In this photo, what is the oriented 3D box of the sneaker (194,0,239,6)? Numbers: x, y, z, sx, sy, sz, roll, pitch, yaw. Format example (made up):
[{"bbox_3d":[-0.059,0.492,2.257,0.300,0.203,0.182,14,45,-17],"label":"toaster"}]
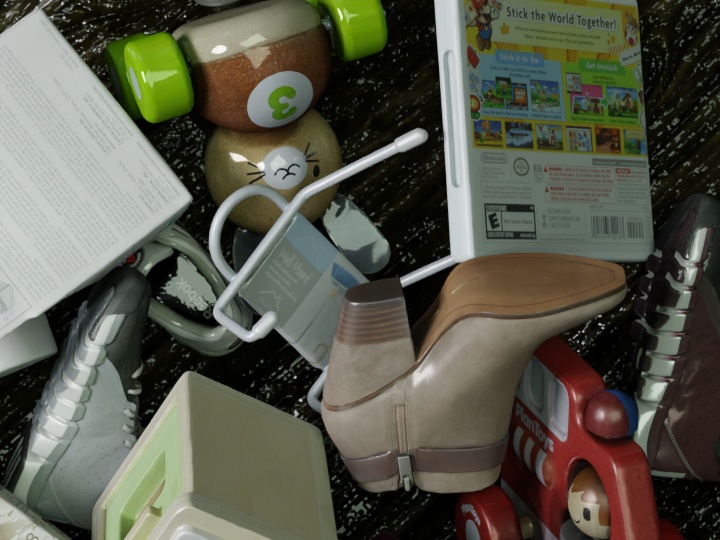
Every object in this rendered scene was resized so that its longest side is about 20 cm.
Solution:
[{"bbox_3d":[-0.058,-0.278,1.558,0.199,0.076,0.114,-43,130,-17],"label":"sneaker"}]

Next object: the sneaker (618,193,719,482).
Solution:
[{"bbox_3d":[0.245,0.052,1.593,0.115,0.076,0.201,12,103,-11],"label":"sneaker"}]

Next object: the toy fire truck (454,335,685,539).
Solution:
[{"bbox_3d":[0.138,0.138,1.511,0.112,0.200,0.169,-10,115,-18],"label":"toy fire truck"}]

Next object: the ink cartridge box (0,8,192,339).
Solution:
[{"bbox_3d":[-0.231,-0.046,1.476,0.200,0.050,0.161,-38,87,-16],"label":"ink cartridge box"}]

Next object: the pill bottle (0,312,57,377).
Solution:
[{"bbox_3d":[-0.276,-0.023,1.540,0.109,0.110,0.201,-22,89,-5],"label":"pill bottle"}]

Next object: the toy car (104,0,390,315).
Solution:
[{"bbox_3d":[-0.056,-0.077,1.549,0.164,0.158,0.201,-19,100,-12],"label":"toy car"}]

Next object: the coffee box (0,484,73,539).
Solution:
[{"bbox_3d":[-0.288,0.165,1.493,0.200,0.080,0.115,37,85,-3],"label":"coffee box"}]

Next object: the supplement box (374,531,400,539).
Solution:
[{"bbox_3d":[0.030,0.238,1.502,0.086,0.200,0.110,-44,90,-6],"label":"supplement box"}]

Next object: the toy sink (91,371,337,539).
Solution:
[{"bbox_3d":[-0.095,0.181,1.447,0.112,0.200,0.131,25,117,-21],"label":"toy sink"}]

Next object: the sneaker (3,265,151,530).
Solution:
[{"bbox_3d":[-0.150,0.093,1.546,0.115,0.075,0.200,22,119,-14],"label":"sneaker"}]

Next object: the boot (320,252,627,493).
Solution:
[{"bbox_3d":[0.073,0.070,1.477,0.199,0.070,0.147,-4,119,9],"label":"boot"}]

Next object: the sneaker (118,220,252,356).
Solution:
[{"bbox_3d":[-0.153,-0.020,1.561,0.200,0.089,0.074,36,86,0],"label":"sneaker"}]

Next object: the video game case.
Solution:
[{"bbox_3d":[0.124,-0.096,1.554,0.200,0.023,0.183,0,86,-47],"label":"video game case"}]

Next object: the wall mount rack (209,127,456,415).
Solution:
[{"bbox_3d":[0.000,0.000,1.526,0.174,0.074,0.200,-53,133,-8],"label":"wall mount rack"}]
